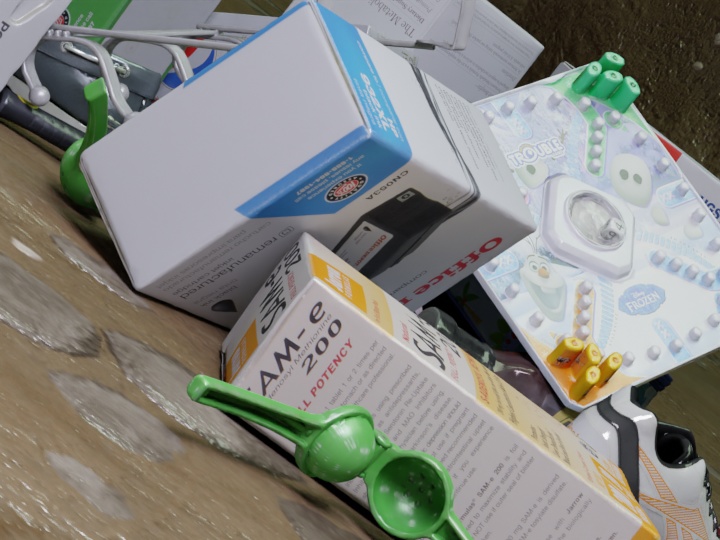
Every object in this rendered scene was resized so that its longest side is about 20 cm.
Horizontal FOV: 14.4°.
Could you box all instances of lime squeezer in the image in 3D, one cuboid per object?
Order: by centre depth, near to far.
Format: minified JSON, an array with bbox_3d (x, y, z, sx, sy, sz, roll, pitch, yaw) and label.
[{"bbox_3d":[0.003,0.092,1.202,0.200,0.038,0.071,38,31,-19],"label":"lime squeezer"},{"bbox_3d":[-0.110,-0.054,1.453,0.038,0.071,0.200,57,14,27],"label":"lime squeezer"}]

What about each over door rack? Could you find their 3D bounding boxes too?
[{"bbox_3d":[-0.058,-0.107,1.502,0.199,0.067,0.147,-5,2,34],"label":"over door rack"}]

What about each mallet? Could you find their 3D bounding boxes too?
[{"bbox_3d":[-0.116,-0.049,1.557,0.199,0.041,0.066,31,10,-20],"label":"mallet"}]

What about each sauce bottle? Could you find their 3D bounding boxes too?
[{"bbox_3d":[0.106,0.091,1.650,0.199,0.066,0.066,33,8,-21],"label":"sauce bottle"}]

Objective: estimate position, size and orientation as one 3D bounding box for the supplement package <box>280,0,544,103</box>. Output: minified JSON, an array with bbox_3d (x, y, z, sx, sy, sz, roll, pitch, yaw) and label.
[{"bbox_3d":[0.002,-0.112,1.862,0.114,0.200,0.109,42,7,38],"label":"supplement package"}]

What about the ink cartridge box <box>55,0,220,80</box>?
[{"bbox_3d":[-0.184,-0.208,1.776,0.200,0.147,0.083,41,9,31],"label":"ink cartridge box"}]

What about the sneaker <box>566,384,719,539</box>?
[{"bbox_3d":[0.167,0.134,1.539,0.200,0.080,0.074,43,7,-44],"label":"sneaker"}]

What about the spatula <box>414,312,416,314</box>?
[{"bbox_3d":[0.000,0.000,1.584,0.200,0.021,0.056,52,15,13],"label":"spatula"}]

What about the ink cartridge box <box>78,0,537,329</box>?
[{"bbox_3d":[-0.022,-0.037,1.428,0.200,0.145,0.084,26,34,-60],"label":"ink cartridge box"}]

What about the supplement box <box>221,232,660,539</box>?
[{"bbox_3d":[0.034,0.077,1.318,0.200,0.074,0.126,36,6,-9],"label":"supplement box"}]

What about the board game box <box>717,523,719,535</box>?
[{"bbox_3d":[0.314,0.195,1.732,0.200,0.136,0.035,40,7,15],"label":"board game box"}]

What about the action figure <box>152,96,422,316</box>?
[{"bbox_3d":[-0.059,-0.043,1.682,0.199,0.134,0.150,22,55,-19],"label":"action figure"}]

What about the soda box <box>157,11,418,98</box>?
[{"bbox_3d":[-0.068,-0.122,1.794,0.199,0.064,0.068,7,-10,31],"label":"soda box"}]

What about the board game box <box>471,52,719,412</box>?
[{"bbox_3d":[0.140,-0.030,1.695,0.199,0.026,0.201,-20,70,-42],"label":"board game box"}]

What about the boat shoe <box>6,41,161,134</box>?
[{"bbox_3d":[-0.198,-0.143,1.616,0.200,0.062,0.073,39,6,7],"label":"boat shoe"}]

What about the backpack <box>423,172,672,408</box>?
[{"bbox_3d":[0.113,0.008,1.795,0.200,0.147,0.183,53,4,40],"label":"backpack"}]

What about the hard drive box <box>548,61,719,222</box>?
[{"bbox_3d":[0.145,-0.017,1.983,0.155,0.200,0.077,32,8,-32],"label":"hard drive box"}]

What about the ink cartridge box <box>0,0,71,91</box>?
[{"bbox_3d":[-0.228,-0.204,1.517,0.083,0.146,0.200,31,9,-49],"label":"ink cartridge box"}]
